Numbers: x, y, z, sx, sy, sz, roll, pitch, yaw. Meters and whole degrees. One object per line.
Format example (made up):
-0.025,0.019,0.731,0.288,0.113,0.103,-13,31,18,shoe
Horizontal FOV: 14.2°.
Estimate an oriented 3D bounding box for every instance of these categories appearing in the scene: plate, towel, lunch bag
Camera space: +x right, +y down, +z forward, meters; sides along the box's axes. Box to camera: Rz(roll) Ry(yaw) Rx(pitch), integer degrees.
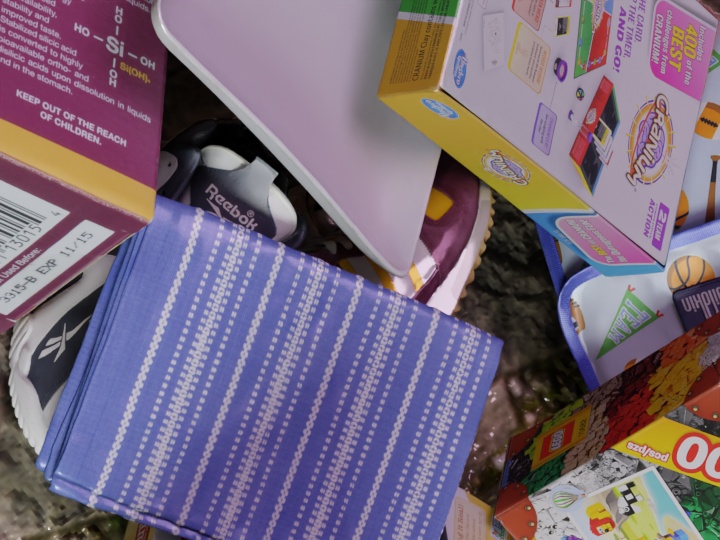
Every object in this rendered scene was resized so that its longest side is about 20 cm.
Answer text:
-0.023,-0.127,1.390,0.200,0.032,0.200,46,45,-35,plate
-0.040,0.064,1.350,0.199,0.024,0.146,23,83,-23,towel
0.187,-0.021,1.584,0.124,0.169,0.201,27,46,-65,lunch bag

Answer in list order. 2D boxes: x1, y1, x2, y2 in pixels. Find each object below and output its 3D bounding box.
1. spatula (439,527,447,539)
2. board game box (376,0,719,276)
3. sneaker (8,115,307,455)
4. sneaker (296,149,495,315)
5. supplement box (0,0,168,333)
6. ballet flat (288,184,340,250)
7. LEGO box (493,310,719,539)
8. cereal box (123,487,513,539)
0.035,0.104,1.441,0.056,0.021,0.201,12,55,-22,spatula
0.100,-0.108,1.468,0.200,0.040,0.154,36,60,-41,board game box
-0.090,-0.001,1.373,0.079,0.129,0.200,40,45,-14,sneaker
0.000,0.000,1.426,0.090,0.075,0.201,34,54,-21,sneaker
-0.166,-0.094,1.365,0.103,0.131,0.201,24,52,-30,supplement box
0.018,-0.040,1.539,0.200,0.062,0.068,-33,89,-47,ballet flat
0.190,0.139,1.492,0.200,0.149,0.077,47,28,-18,LEGO box
-0.019,0.139,1.414,0.199,0.039,0.144,32,46,-23,cereal box
